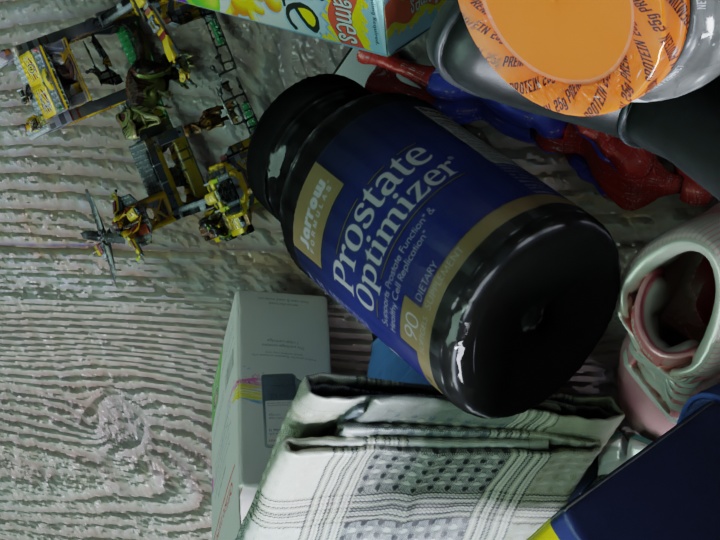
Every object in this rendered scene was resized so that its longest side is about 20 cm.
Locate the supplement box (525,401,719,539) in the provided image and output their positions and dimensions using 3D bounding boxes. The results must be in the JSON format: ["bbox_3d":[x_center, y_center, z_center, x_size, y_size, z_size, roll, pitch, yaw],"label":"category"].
[{"bbox_3d":[0.125,0.170,0.803,0.109,0.109,0.200,53,147,14],"label":"supplement box"}]

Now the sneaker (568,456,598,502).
[{"bbox_3d":[0.131,0.194,1.035,0.146,0.077,0.204,36,138,25],"label":"sneaker"}]

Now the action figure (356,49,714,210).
[{"bbox_3d":[0.096,-0.081,0.875,0.199,0.052,0.066,28,162,15],"label":"action figure"}]

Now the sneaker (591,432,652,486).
[{"bbox_3d":[0.203,0.174,0.912,0.199,0.092,0.078,29,171,19],"label":"sneaker"}]

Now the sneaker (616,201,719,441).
[{"bbox_3d":[0.161,0.034,0.853,0.076,0.104,0.201,51,143,21],"label":"sneaker"}]

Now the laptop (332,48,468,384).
[{"bbox_3d":[0.000,0.000,0.992,0.200,0.116,0.187,49,141,6],"label":"laptop"}]

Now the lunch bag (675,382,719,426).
[{"bbox_3d":[0.257,0.120,0.802,0.200,0.132,0.137,43,144,28],"label":"lunch bag"}]

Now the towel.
[{"bbox_3d":[0.029,0.136,0.922,0.035,0.190,0.201,-103,26,-44],"label":"towel"}]

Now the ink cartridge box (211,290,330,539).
[{"bbox_3d":[-0.059,0.127,1.092,0.066,0.202,0.118,6,139,-11],"label":"ink cartridge box"}]

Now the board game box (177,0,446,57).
[{"bbox_3d":[-0.036,-0.199,0.885,0.199,0.105,0.104,19,131,35],"label":"board game box"}]

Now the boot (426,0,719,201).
[{"bbox_3d":[0.140,-0.057,0.718,0.200,0.163,0.066,52,130,46],"label":"boot"}]

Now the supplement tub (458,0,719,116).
[{"bbox_3d":[0.133,-0.147,0.672,0.122,0.200,0.124,27,136,29],"label":"supplement tub"}]

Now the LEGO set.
[{"bbox_3d":[-0.147,-0.095,1.054,0.153,0.115,0.202,-3,109,50],"label":"LEGO set"}]

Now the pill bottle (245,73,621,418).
[{"bbox_3d":[0.029,-0.022,0.843,0.200,0.111,0.113,39,143,42],"label":"pill bottle"}]
